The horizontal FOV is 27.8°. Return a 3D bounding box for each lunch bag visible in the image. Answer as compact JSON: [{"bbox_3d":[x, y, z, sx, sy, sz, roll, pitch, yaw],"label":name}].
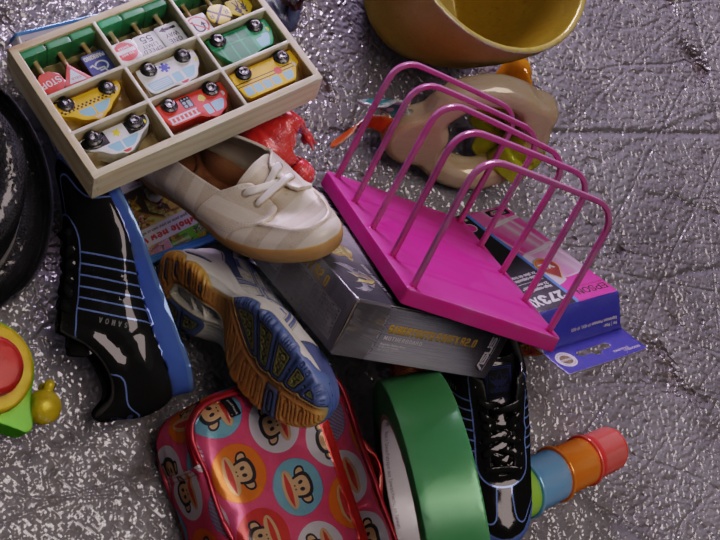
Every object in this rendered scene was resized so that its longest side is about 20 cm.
[{"bbox_3d":[-0.050,0.180,1.107,0.175,0.082,0.202,-15,83,-40],"label":"lunch bag"}]

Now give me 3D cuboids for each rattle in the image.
[{"bbox_3d":[0.067,-0.157,1.283,0.198,0.130,0.144,3,66,-12],"label":"rattle"}]

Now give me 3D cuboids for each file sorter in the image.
[{"bbox_3d":[0.082,-0.057,1.111,0.138,0.200,0.126,18,110,-28],"label":"file sorter"}]

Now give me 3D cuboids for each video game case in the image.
[{"bbox_3d":[-0.175,-0.108,1.151,0.142,0.018,0.202,-21,87,-36],"label":"video game case"}]

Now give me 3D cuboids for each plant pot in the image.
[{"bbox_3d":[0.081,-0.259,1.286,0.198,0.142,0.202,11,69,-29],"label":"plant pot"}]

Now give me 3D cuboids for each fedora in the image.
[{"bbox_3d":[-0.289,-0.070,1.019,0.199,0.091,0.203,11,70,-30],"label":"fedora"}]

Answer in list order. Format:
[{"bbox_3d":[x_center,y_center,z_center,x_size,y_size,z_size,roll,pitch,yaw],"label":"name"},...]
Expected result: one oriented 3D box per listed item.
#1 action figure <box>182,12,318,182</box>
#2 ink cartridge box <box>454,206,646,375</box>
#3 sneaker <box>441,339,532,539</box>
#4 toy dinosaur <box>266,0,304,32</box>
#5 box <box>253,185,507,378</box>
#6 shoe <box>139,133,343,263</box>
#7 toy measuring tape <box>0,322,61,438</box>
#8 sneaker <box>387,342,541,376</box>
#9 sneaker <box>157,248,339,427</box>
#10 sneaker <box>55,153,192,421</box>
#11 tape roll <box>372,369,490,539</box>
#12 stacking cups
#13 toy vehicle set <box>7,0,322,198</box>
[{"bbox_3d":[-0.105,-0.134,1.152,0.065,0.099,0.200,-44,79,-3],"label":"action figure"},{"bbox_3d":[0.146,0.013,1.234,0.094,0.037,0.200,-13,41,-35],"label":"ink cartridge box"},{"bbox_3d":[0.100,0.116,1.151,0.069,0.078,0.202,-7,74,-14],"label":"sneaker"},{"bbox_3d":[-0.061,-0.230,1.224,0.199,0.104,0.184,-24,115,-54],"label":"toy dinosaur"},{"bbox_3d":[0.000,0.000,1.123,0.157,0.049,0.200,13,23,-39],"label":"box"},{"bbox_3d":[-0.097,-0.064,1.069,0.070,0.199,0.054,-45,145,-30],"label":"shoe"},{"bbox_3d":[-0.293,0.055,0.994,0.199,0.073,0.074,25,63,-25],"label":"toy measuring tape"},{"bbox_3d":[0.107,0.051,1.247,0.199,0.077,0.074,-17,86,-34],"label":"sneaker"},{"bbox_3d":[-0.067,0.038,1.089,0.088,0.076,0.200,-10,40,-42],"label":"sneaker"},{"bbox_3d":[-0.191,0.010,1.056,0.077,0.070,0.202,-22,91,-19],"label":"sneaker"},{"bbox_3d":[0.053,0.177,1.097,0.048,0.200,0.203,-11,80,-8],"label":"tape roll"},{"bbox_3d":[0.151,0.184,1.251,0.199,0.060,0.061,-14,83,-40],"label":"stacking cups"},{"bbox_3d":[-0.142,-0.144,1.067,0.199,0.027,0.125,-28,70,-28],"label":"toy vehicle set"}]
